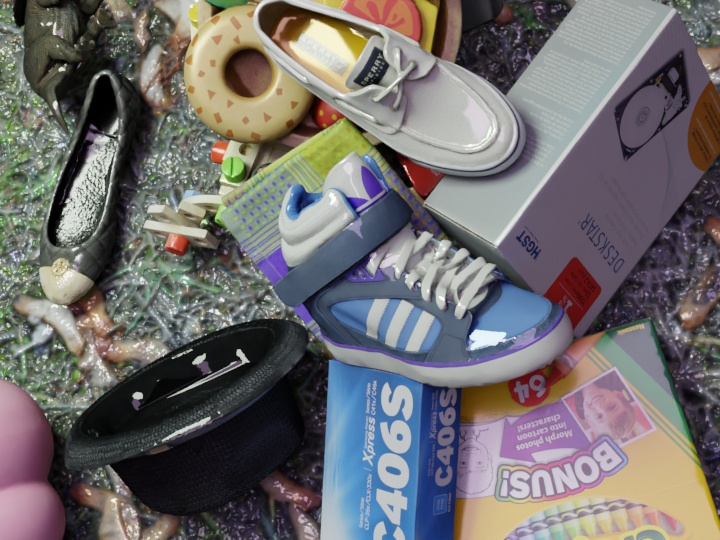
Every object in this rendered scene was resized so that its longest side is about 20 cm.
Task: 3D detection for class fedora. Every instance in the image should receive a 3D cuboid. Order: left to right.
[{"bbox_3d":[-0.115,0.118,0.896,0.200,0.201,0.092,-24,107,5],"label":"fedora"}]

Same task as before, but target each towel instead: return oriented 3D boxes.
[{"bbox_3d":[0.000,0.000,0.877,0.144,0.023,0.200,-30,102,31],"label":"towel"}]

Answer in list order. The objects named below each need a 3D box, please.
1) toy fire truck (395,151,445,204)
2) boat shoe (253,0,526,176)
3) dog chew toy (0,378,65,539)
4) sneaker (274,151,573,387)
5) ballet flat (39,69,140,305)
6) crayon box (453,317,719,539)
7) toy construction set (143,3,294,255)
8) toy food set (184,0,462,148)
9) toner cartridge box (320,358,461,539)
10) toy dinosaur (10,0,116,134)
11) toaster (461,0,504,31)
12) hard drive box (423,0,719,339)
[{"bbox_3d":[0.032,-0.058,0.941,0.200,0.049,0.141,39,89,18],"label":"toy fire truck"},{"bbox_3d":[0.015,-0.125,0.789,0.200,0.070,0.071,33,96,14],"label":"boat shoe"},{"bbox_3d":[-0.283,0.186,0.917,0.124,0.125,0.200,-20,82,7],"label":"dog chew toy"},{"bbox_3d":[0.030,-0.007,0.784,0.200,0.147,0.081,2,33,40],"label":"sneaker"},{"bbox_3d":[-0.231,-0.070,0.993,0.066,0.057,0.200,8,79,13],"label":"ballet flat"},{"bbox_3d":[0.140,0.147,0.866,0.200,0.058,0.173,-18,74,7],"label":"crayon box"},{"bbox_3d":[-0.102,-0.104,0.950,0.131,0.092,0.200,16,86,12],"label":"toy construction set"},{"bbox_3d":[-0.026,-0.183,0.867,0.200,0.049,0.198,8,102,1],"label":"toy food set"},{"bbox_3d":[0.019,0.166,0.847,0.095,0.043,0.200,7,96,47],"label":"toner cartridge box"},{"bbox_3d":[-0.255,-0.196,1.017,0.102,0.077,0.200,-31,71,42],"label":"toy dinosaur"},{"bbox_3d":[0.015,-0.275,0.958,0.200,0.119,0.181,-22,75,6],"label":"toaster"},{"bbox_3d":[0.161,-0.074,0.856,0.077,0.156,0.200,35,86,41],"label":"hard drive box"}]
